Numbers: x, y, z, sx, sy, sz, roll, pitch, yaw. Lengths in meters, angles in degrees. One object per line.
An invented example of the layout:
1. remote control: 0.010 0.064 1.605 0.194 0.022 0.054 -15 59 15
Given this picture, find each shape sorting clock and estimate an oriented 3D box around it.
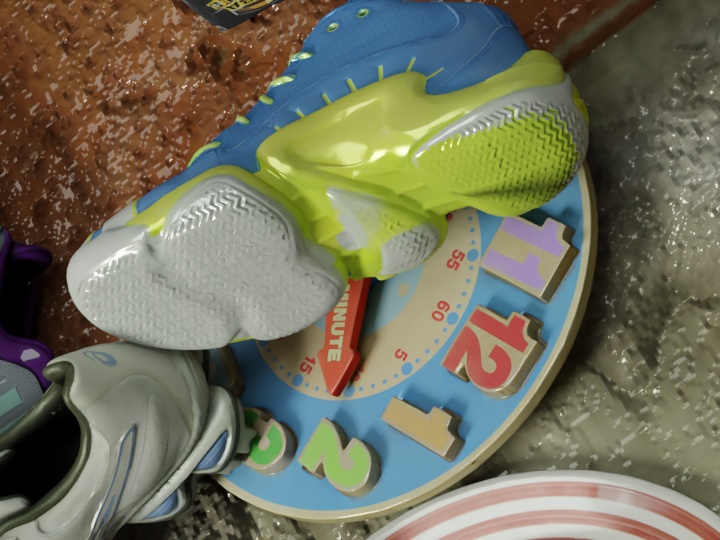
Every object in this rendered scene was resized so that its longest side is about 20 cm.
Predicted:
1. shape sorting clock: 0.000 0.000 0.832 0.200 0.039 0.200 -11 66 26

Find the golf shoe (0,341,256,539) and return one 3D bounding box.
1. golf shoe: -0.133 0.103 0.824 0.078 0.097 0.200 45 110 35

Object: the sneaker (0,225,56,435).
1. sneaker: -0.182 -0.011 0.933 0.087 0.074 0.200 -27 68 3

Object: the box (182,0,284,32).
1. box: -0.010 -0.233 0.924 0.198 0.050 0.200 -27 60 19

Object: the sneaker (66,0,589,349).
1. sneaker: -0.016 -0.042 0.800 0.200 0.076 0.105 -18 43 3

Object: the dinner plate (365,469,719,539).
1. dinner plate: 0.055 0.155 0.722 0.200 0.024 0.200 -15 45 15
